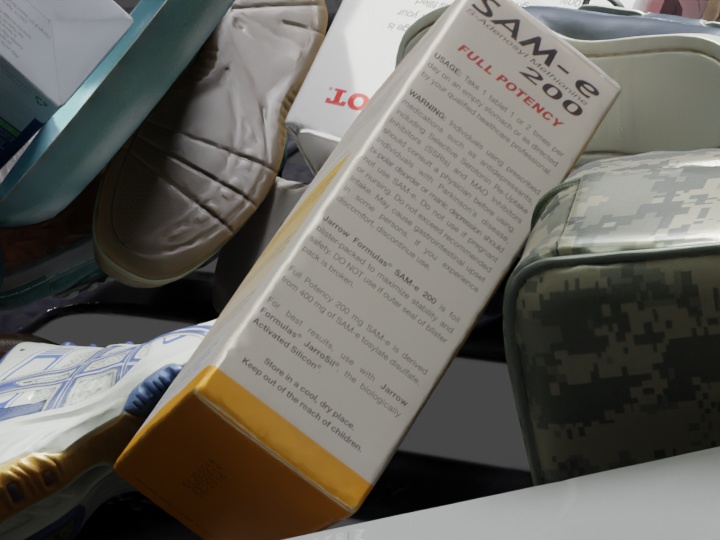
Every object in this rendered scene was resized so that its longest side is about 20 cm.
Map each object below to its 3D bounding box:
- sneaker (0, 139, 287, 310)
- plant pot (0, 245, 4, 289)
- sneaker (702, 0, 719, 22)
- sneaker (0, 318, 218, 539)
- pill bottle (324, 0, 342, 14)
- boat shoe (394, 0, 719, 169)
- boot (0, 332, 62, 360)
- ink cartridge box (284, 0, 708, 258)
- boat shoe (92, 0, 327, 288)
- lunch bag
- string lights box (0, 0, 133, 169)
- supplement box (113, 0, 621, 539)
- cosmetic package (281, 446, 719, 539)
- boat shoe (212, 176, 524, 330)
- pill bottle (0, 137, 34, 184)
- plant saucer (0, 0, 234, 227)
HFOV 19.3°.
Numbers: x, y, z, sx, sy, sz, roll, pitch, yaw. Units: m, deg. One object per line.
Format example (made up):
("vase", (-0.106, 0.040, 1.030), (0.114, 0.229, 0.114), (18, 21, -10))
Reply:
("sneaker", (-0.112, -0.023, 1.074), (0.199, 0.080, 0.071), (-32, 46, -28))
("plant pot", (-0.285, -0.044, 0.938), (0.198, 0.189, 0.201), (-14, 34, 9))
("sneaker", (0.191, -0.082, 1.055), (0.075, 0.071, 0.201), (5, 31, 3))
("sneaker", (-0.106, 0.051, 0.871), (0.199, 0.076, 0.088), (-22, 43, -19))
("pill bottle", (0.057, -0.220, 1.370), (0.198, 0.110, 0.109), (-9, 23, 14))
("boat shoe", (0.097, -0.078, 0.875), (0.061, 0.076, 0.199), (-9, 9, -43))
("boot", (-0.208, 0.040, 0.997), (0.198, 0.065, 0.187), (-7, 37, 26))
("ink cartridge box", (0.074, -0.115, 1.000), (0.144, 0.084, 0.201), (15, 68, 25))
("boat shoe", (-0.073, -0.060, 1.009), (0.201, 0.074, 0.066), (-61, 5, -38))
("lunch bag", (0.161, 0.013, 0.737), (0.198, 0.141, 0.168), (-6, 25, 18))
("string lights box", (-0.189, -0.101, 0.994), (0.059, 0.103, 0.200), (-52, 11, -24))
("supplement box", (0.002, 0.004, 0.791), (0.201, 0.073, 0.126), (-56, 6, -25))
("cosmetic package", (0.045, 0.125, 0.628), (0.198, 0.091, 0.107), (-9, 23, 6))
("boat shoe", (0.000, 0.000, 0.977), (0.092, 0.075, 0.200), (20, -8, -19))
("pill bottle", (-0.238, -0.065, 1.193), (0.113, 0.115, 0.200), (-10, 24, 12))
("plant saucer", (-0.102, -0.094, 0.965), (0.200, 0.027, 0.200), (-48, 12, 14))
